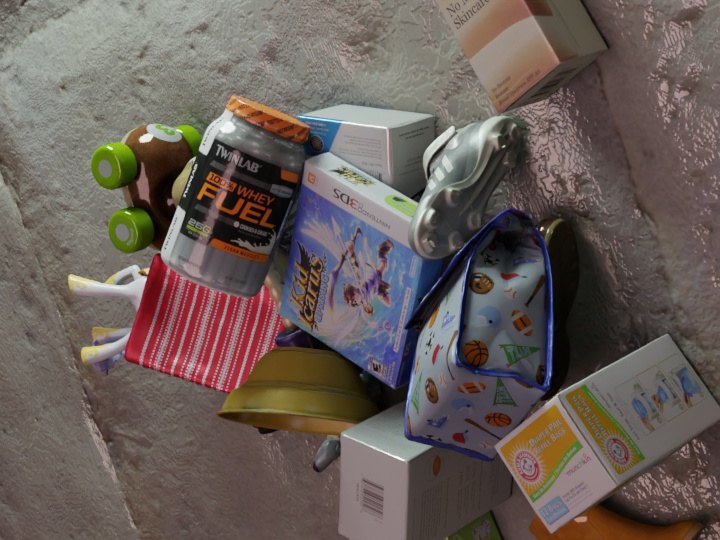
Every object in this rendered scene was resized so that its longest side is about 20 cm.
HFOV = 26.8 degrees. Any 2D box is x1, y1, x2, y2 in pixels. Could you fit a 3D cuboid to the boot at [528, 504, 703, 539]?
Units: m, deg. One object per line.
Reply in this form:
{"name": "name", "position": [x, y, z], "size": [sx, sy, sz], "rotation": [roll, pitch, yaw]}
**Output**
{"name": "boot", "position": [0.260, 0.274, 1.598], "size": [0.144, 0.070, 0.202], "rotation": [51, 137, 15]}

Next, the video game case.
{"name": "video game case", "position": [0.000, 0.000, 1.655], "size": [0.180, 0.045, 0.202], "rotation": [31, 125, 32]}

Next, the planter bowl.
{"name": "planter bowl", "position": [-0.062, 0.134, 1.716], "size": [0.199, 0.199, 0.085], "rotation": [-6, 73, 44]}

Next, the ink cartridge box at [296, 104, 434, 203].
{"name": "ink cartridge box", "position": [0.009, -0.077, 1.709], "size": [0.143, 0.084, 0.203], "rotation": [13, 112, 41]}

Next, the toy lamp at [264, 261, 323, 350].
{"name": "toy lamp", "position": [-0.099, 0.022, 1.779], "size": [0.058, 0.058, 0.202], "rotation": [-15, 101, 45]}

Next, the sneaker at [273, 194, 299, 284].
{"name": "sneaker", "position": [-0.094, -0.070, 1.813], "size": [0.073, 0.080, 0.202], "rotation": [23, 119, 37]}

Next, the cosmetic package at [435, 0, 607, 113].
{"name": "cosmetic package", "position": [0.144, -0.273, 1.510], "size": [0.103, 0.087, 0.201], "rotation": [-39, 76, 45]}

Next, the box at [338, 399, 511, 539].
{"name": "box", "position": [0.075, 0.215, 1.664], "size": [0.097, 0.199, 0.126], "rotation": [18, 116, 37]}

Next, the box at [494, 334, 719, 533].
{"name": "box", "position": [0.245, 0.158, 1.482], "size": [0.102, 0.199, 0.113], "rotation": [56, 134, 13]}

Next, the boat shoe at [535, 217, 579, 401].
{"name": "boat shoe", "position": [0.183, 0.038, 1.592], "size": [0.067, 0.072, 0.203], "rotation": [21, 120, 35]}

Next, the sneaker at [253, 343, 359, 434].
{"name": "sneaker", "position": [-0.077, 0.136, 1.847], "size": [0.077, 0.114, 0.200], "rotation": [54, 129, 14]}

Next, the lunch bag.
{"name": "lunch bag", "position": [0.118, 0.059, 1.523], "size": [0.122, 0.202, 0.170], "rotation": [17, 146, -10]}

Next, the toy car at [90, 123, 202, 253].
{"name": "toy car", "position": [-0.196, -0.114, 1.851], "size": [0.198, 0.164, 0.160], "rotation": [-11, 97, 35]}

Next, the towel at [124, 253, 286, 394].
{"name": "towel", "position": [-0.183, 0.067, 1.845], "size": [0.198, 0.022, 0.146], "rotation": [15, 81, 17]}

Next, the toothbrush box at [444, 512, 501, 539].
{"name": "toothbrush box", "position": [0.118, 0.401, 1.770], "size": [0.145, 0.086, 0.202], "rotation": [-26, 87, 46]}

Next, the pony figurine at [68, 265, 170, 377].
{"name": "pony figurine", "position": [-0.269, 0.062, 1.970], "size": [0.198, 0.166, 0.195], "rotation": [-17, 74, 14]}

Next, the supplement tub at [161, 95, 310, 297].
{"name": "supplement tub", "position": [-0.134, -0.082, 1.672], "size": [0.122, 0.122, 0.202], "rotation": [26, 100, 35]}

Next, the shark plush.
{"name": "shark plush", "position": [0.012, 0.169, 1.831], "size": [0.082, 0.091, 0.202], "rotation": [20, 105, 10]}

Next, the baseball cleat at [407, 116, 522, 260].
{"name": "baseball cleat", "position": [0.092, -0.082, 1.565], "size": [0.106, 0.200, 0.070], "rotation": [-1, 129, 48]}
